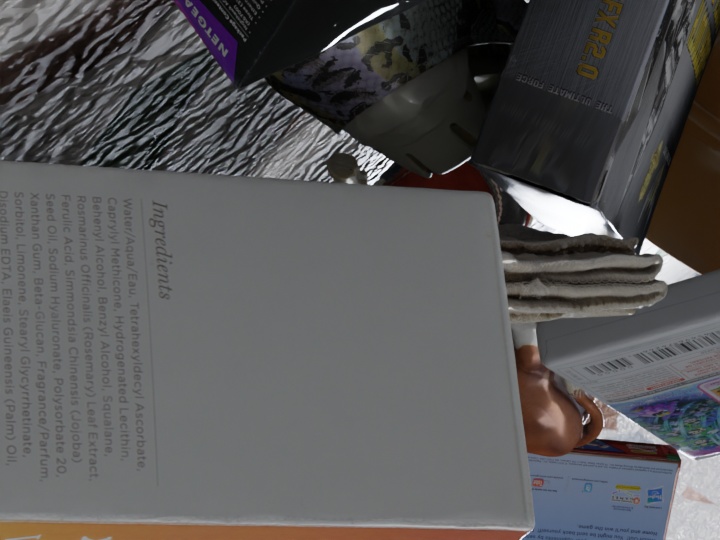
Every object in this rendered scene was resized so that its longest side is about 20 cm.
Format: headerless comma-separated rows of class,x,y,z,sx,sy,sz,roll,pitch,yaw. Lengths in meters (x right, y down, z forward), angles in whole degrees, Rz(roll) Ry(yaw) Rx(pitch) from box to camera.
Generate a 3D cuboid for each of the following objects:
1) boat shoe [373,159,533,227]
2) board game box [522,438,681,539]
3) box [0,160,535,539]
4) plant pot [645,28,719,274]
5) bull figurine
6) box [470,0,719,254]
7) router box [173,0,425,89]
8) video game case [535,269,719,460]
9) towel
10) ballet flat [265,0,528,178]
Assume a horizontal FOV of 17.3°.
boat shoe,0.016,-0.008,1.115,0.062,0.071,0.200,-36,176,-35
board game box,0.042,0.122,1.091,0.019,0.198,0.104,-107,-155,-70
box,-0.069,0.050,0.708,0.198,0.107,0.152,3,154,-18
plant pot,0.203,-0.107,1.046,0.200,0.200,0.184,-21,144,-59
bull figurine,0.018,0.021,1.047,0.122,0.198,0.065,102,5,-50
box,0.102,-0.094,0.882,0.200,0.048,0.160,26,83,-78
router box,0.050,-0.141,0.672,0.199,0.051,0.149,-29,168,-35
video game case,0.198,0.028,0.991,0.199,0.024,0.182,-17,156,23
towel,0.000,0.000,0.867,0.199,0.035,0.132,1,-179,38
ballet flat,0.030,-0.070,0.876,0.072,0.072,0.200,-41,169,21
